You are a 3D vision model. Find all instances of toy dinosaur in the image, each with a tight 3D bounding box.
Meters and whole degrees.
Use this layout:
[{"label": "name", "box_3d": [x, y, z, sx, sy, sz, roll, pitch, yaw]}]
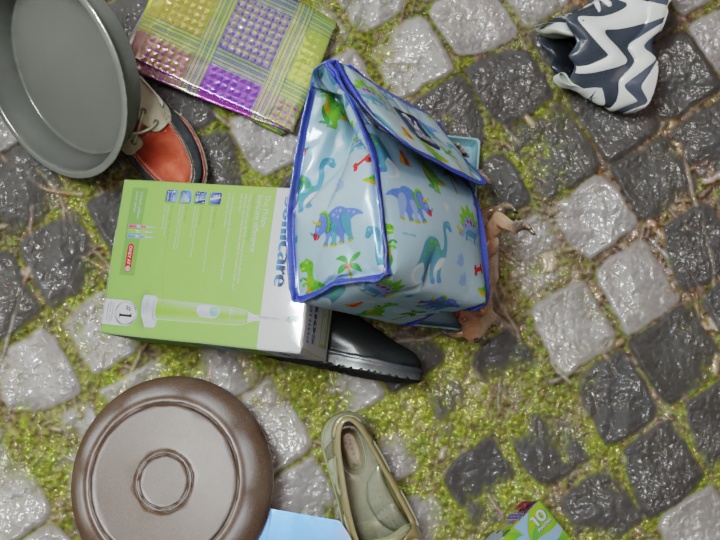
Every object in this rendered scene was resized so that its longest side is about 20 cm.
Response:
[{"label": "toy dinosaur", "box_3d": [0.084, -0.036, 0.916, 0.135, 0.086, 0.201, -41, 76, 10]}]

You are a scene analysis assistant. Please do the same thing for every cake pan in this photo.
[{"label": "cake pan", "box_3d": [-0.281, -0.188, 0.874, 0.201, 0.200, 0.037, 50, 43, 3]}]

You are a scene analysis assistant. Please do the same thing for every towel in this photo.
[{"label": "towel", "box_3d": [-0.137, -0.240, 0.966, 0.198, 0.023, 0.145, 22, 81, -3]}]

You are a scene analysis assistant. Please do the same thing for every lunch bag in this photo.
[{"label": "lunch bag", "box_3d": [0.026, -0.066, 0.813, 0.126, 0.169, 0.203, -17, 70, 33]}]

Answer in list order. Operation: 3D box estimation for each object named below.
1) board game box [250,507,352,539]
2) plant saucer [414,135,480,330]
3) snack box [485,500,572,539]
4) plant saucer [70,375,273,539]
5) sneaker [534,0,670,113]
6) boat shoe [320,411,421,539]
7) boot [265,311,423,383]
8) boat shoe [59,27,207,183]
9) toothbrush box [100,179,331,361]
[{"label": "board game box", "box_3d": [-0.094, 0.307, 0.883, 0.197, 0.039, 0.160, 8, 79, 6]}, {"label": "plant saucer", "box_3d": [0.083, -0.041, 0.963, 0.069, 0.019, 0.203, 6, 82, -5]}, {"label": "snack box", "box_3d": [0.181, 0.346, 0.891, 0.142, 0.053, 0.201, -39, 87, -20]}, {"label": "plant saucer", "box_3d": [-0.182, 0.199, 0.876, 0.197, 0.032, 0.203, -1, 76, 5]}, {"label": "sneaker", "box_3d": [0.249, -0.274, 0.981, 0.128, 0.079, 0.202, 9, 91, -13]}, {"label": "boat shoe", "box_3d": [0.015, 0.234, 0.892, 0.072, 0.063, 0.203, -17, 86, -9]}, {"label": "boot", "box_3d": [-0.001, 0.000, 0.926, 0.162, 0.066, 0.203, 12, 77, -2]}, {"label": "boat shoe", "box_3d": [-0.224, -0.157, 0.915, 0.071, 0.063, 0.201, -34, 90, 7]}, {"label": "toothbrush box", "box_3d": [-0.127, 0.000, 0.872, 0.197, 0.086, 0.148, 3, 81, 16]}]
